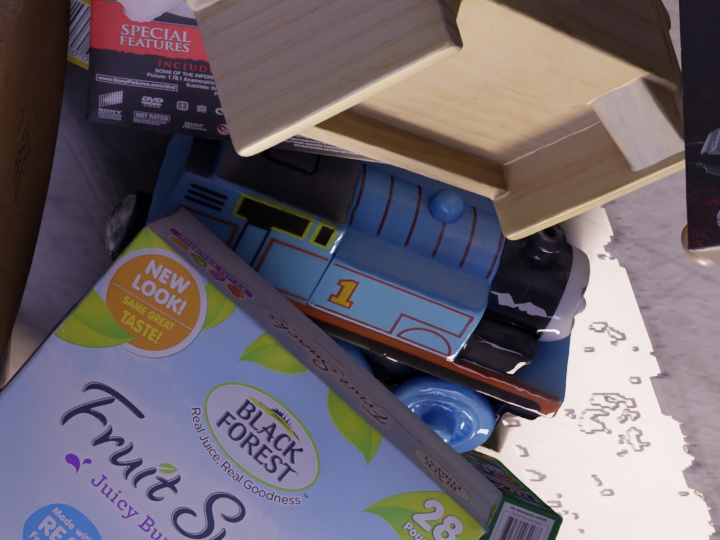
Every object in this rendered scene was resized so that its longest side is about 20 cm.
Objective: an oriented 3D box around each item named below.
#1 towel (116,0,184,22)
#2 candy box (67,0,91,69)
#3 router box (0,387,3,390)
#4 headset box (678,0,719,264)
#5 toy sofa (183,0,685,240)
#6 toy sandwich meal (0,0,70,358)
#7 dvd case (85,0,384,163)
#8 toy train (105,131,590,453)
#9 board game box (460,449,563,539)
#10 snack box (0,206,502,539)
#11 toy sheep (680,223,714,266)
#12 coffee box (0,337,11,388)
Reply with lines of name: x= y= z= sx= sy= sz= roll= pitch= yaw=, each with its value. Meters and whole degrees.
towel: x=-0.046 y=-0.188 z=0.912 sx=0.200 sy=0.032 sz=0.191 roll=-24 pitch=124 yaw=26
candy box: x=-0.133 y=-0.133 z=1.056 sx=0.200 sy=0.026 sz=0.102 roll=25 pitch=140 yaw=-15
router box: x=-0.080 y=0.092 z=1.208 sx=0.149 sy=0.051 sz=0.200 roll=20 pitch=-176 yaw=6
headset box: x=0.175 y=-0.105 z=0.870 sx=0.148 sy=0.200 sz=0.075 roll=-5 pitch=169 yaw=26
toy sofa: x=0.028 y=-0.080 z=0.934 sx=0.083 sy=0.098 sz=0.200 roll=-25 pitch=161 yaw=25
toy sandwich meal: x=-0.152 y=-0.046 z=1.007 sx=0.070 sy=0.205 sz=0.205 roll=10 pitch=144 yaw=1
dvd case: x=-0.023 y=-0.121 z=1.009 sx=0.146 sy=0.022 sz=0.200 roll=8 pitch=136 yaw=1
toy train: x=0.000 y=0.000 z=1.143 sx=0.200 sy=0.087 sz=0.114 roll=21 pitch=137 yaw=-10
board game box: x=-0.022 y=0.070 z=1.221 sx=0.200 sy=0.029 sz=0.135 roll=22 pitch=-176 yaw=-11
snack box: x=-0.075 y=0.105 z=1.071 sx=0.169 sy=0.068 sz=0.200 roll=41 pitch=100 yaw=1
toy sheep: x=0.194 y=-0.052 z=0.969 sx=0.200 sy=0.138 sz=0.138 roll=-36 pitch=123 yaw=24
coffee box: x=-0.266 y=0.056 z=1.304 sx=0.200 sy=0.080 sz=0.113 roll=13 pitch=145 yaw=1
